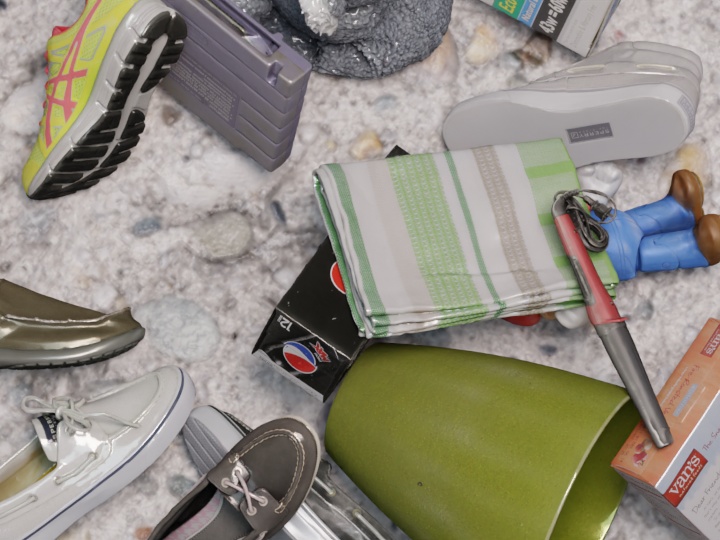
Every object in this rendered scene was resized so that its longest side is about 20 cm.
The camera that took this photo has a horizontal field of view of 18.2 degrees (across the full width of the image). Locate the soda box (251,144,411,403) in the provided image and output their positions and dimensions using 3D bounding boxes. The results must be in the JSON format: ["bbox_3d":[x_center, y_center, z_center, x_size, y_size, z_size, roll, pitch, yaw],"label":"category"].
[{"bbox_3d":[0.000,0.000,1.661,0.070,0.063,0.200,34,49,2],"label":"soda box"}]

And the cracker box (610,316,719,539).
[{"bbox_3d":[0.288,0.146,1.649,0.200,0.058,0.134,43,79,-35],"label":"cracker box"}]

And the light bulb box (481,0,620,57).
[{"bbox_3d":[0.181,-0.304,1.675,0.124,0.198,0.201,29,68,3],"label":"light bulb box"}]

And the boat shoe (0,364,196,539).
[{"bbox_3d":[-0.218,0.125,1.662,0.201,0.075,0.086,-38,124,-2],"label":"boat shoe"}]

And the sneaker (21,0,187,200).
[{"bbox_3d":[-0.206,-0.140,1.689,0.090,0.078,0.201,46,119,21],"label":"sneaker"}]

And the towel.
[{"bbox_3d":[0.076,-0.030,1.632,0.198,0.031,0.150,-9,60,-15],"label":"towel"}]

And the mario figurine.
[{"bbox_3d":[0.175,-0.024,1.693,0.198,0.123,0.107,-17,102,-10],"label":"mario figurine"}]

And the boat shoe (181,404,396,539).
[{"bbox_3d":[-0.049,0.170,1.685,0.200,0.072,0.071,46,60,6],"label":"boat shoe"}]

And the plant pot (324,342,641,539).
[{"bbox_3d":[0.080,0.136,1.646,0.199,0.187,0.188,24,81,20],"label":"plant pot"}]

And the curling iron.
[{"bbox_3d":[0.183,0.030,1.593,0.049,0.026,0.202,-12,72,-18],"label":"curling iron"}]

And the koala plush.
[{"bbox_3d":[-0.009,-0.239,1.674,0.183,0.200,0.178,30,81,2],"label":"koala plush"}]

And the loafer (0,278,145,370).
[{"bbox_3d":[-0.261,0.039,1.683,0.198,0.075,0.070,-3,86,-3],"label":"loafer"}]

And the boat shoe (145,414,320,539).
[{"bbox_3d":[-0.102,0.183,1.628,0.067,0.057,0.200,47,118,5],"label":"boat shoe"}]

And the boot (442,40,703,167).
[{"bbox_3d":[0.168,-0.128,1.737,0.198,0.096,0.074,-1,123,21],"label":"boot"}]

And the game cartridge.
[{"bbox_3d":[-0.124,-0.172,1.687,0.200,0.130,0.038,40,66,12],"label":"game cartridge"}]
